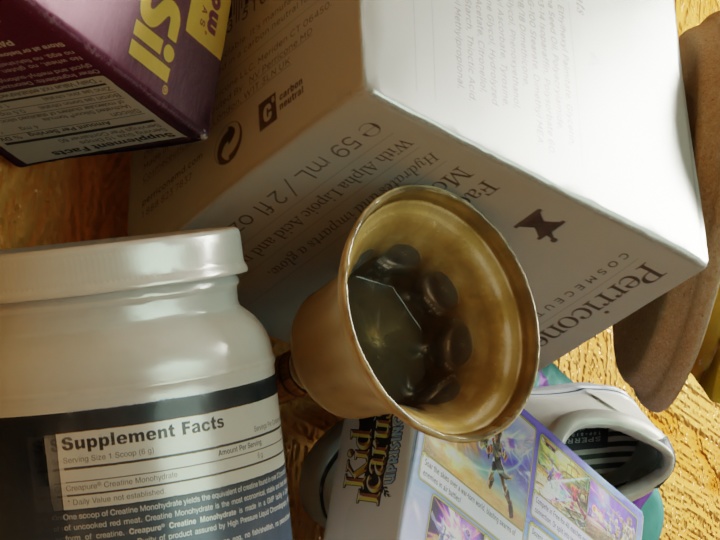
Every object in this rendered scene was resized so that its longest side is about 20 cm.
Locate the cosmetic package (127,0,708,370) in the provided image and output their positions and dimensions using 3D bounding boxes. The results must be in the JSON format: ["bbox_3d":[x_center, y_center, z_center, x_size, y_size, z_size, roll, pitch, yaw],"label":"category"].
[{"bbox_3d":[0.024,-0.066,1.000,0.199,0.165,0.166,24,48,-32],"label":"cosmetic package"}]

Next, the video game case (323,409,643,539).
[{"bbox_3d":[0.054,0.153,1.000,0.200,0.045,0.182,41,50,-43],"label":"video game case"}]

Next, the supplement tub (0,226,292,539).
[{"bbox_3d":[-0.097,0.089,0.880,0.140,0.139,0.202,-9,94,-59],"label":"supplement tub"}]

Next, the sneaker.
[{"bbox_3d":[0.068,0.094,1.127,0.199,0.071,0.074,-11,107,-26],"label":"sneaker"}]

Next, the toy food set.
[{"bbox_3d":[0.162,-0.025,1.080,0.200,0.048,0.199,-99,-161,-79],"label":"toy food set"}]

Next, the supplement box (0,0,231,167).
[{"bbox_3d":[-0.142,-0.142,0.872,0.200,0.103,0.132,36,55,-53],"label":"supplement box"}]

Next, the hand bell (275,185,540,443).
[{"bbox_3d":[-0.030,0.043,0.953,0.104,0.199,0.105,16,64,-37],"label":"hand bell"}]

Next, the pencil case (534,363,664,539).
[{"bbox_3d":[0.099,0.110,1.267,0.093,0.085,0.200,-54,137,-9],"label":"pencil case"}]
